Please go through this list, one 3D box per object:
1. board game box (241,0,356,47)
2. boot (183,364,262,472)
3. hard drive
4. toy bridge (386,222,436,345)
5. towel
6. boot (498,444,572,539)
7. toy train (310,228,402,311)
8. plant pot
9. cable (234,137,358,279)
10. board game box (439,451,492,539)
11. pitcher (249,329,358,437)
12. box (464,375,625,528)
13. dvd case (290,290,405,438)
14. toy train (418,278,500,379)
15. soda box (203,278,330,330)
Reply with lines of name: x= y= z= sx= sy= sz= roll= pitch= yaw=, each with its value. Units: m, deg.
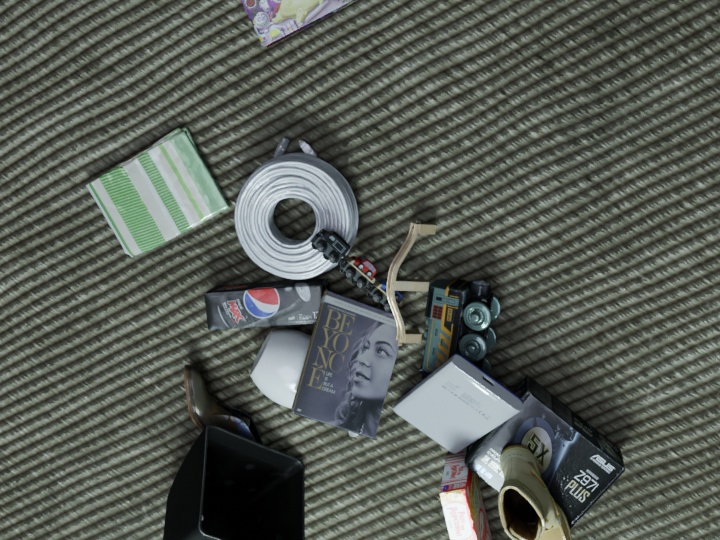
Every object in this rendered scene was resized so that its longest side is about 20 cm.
board game box: x=-0.087 y=-0.442 z=1.609 sx=0.199 sy=0.032 sz=0.121 roll=-25 pitch=93 yaw=14
boot: x=-0.232 y=0.240 z=1.772 sx=0.096 sy=0.075 sz=0.201 roll=-15 pitch=110 yaw=3
hard drive: x=0.151 y=0.214 z=1.654 sx=0.132 sy=0.025 sz=0.200 roll=36 pitch=142 yaw=-5
toy bridge: x=0.075 y=0.023 z=1.663 sx=0.067 sy=0.027 sz=0.202 roll=2 pitch=101 yaw=-27
towel: x=-0.335 y=-0.125 z=1.726 sx=0.199 sy=0.023 sz=0.153 roll=-27 pitch=97 yaw=13
boot: x=0.263 y=0.381 z=1.579 sx=0.072 sy=0.155 sz=0.201 roll=-21 pitch=99 yaw=14
toy train: x=0.000 y=0.000 z=1.652 sx=0.200 sy=0.034 sz=0.046 roll=42 pitch=83 yaw=-30
plant pot: x=-0.222 y=0.406 z=1.722 sx=0.199 sy=0.201 sz=0.177 roll=28 pitch=130 yaw=-29
cable: x=-0.101 y=-0.085 z=1.669 sx=0.200 sy=0.069 sz=0.200 roll=39 pitch=106 yaw=-1
board game box: x=0.175 y=0.417 z=1.695 sx=0.046 sy=0.152 sz=0.201 roll=-12 pitch=101 yaw=12
pitcher: x=-0.063 y=0.154 z=1.704 sx=0.199 sy=0.121 sz=0.172 roll=26 pitch=86 yaw=-8
box: x=0.294 y=0.300 z=1.682 sx=0.200 sy=0.086 sz=0.164 roll=39 pitch=105 yaw=-1
dvd case: x=-0.017 y=0.149 z=1.661 sx=0.148 sy=0.016 sz=0.201 roll=20 pitch=76 yaw=-22
toy train: x=0.155 y=0.107 z=1.668 sx=0.113 sy=0.085 sz=0.201 roll=13 pitch=108 yaw=20
soda box: x=-0.150 y=0.055 z=1.708 sx=0.198 sy=0.071 sz=0.064 roll=-5 pitch=99 yaw=10
